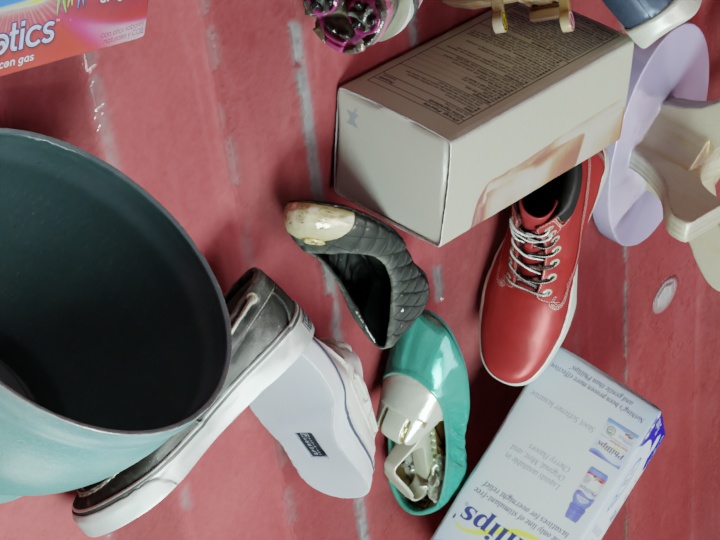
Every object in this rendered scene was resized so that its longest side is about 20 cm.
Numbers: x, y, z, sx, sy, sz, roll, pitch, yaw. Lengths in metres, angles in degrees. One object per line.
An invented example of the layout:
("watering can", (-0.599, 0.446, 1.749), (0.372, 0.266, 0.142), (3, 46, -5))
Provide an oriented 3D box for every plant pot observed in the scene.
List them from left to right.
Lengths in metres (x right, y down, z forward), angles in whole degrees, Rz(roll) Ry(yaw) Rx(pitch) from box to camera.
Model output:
("plant pot", (-0.189, 0.043, 1.258), (0.200, 0.201, 0.134), (-12, 152, -51))

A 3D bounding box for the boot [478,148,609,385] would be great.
("boot", (0.123, -0.006, 1.709), (0.144, 0.072, 0.201), (-21, 128, -74))

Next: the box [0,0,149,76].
("box", (-0.202, -0.154, 1.137), (0.200, 0.100, 0.096), (-22, 132, -45))

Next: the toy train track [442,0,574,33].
("toy train track", (0.098, -0.176, 1.515), (0.200, 0.114, 0.033), (7, 76, -69))

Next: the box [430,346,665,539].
("box", (0.149, 0.178, 1.852), (0.200, 0.105, 0.184), (-57, 168, -3))

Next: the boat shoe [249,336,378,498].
("boat shoe", (-0.029, 0.082, 1.622), (0.200, 0.071, 0.070), (62, 36, -50))

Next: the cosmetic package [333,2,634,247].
("cosmetic package", (0.085, -0.106, 1.584), (0.200, 0.103, 0.087), (-29, 136, -38))

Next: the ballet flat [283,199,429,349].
("ballet flat", (0.000, 0.000, 1.577), (0.200, 0.066, 0.057), (44, 61, -60))

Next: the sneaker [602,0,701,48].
("sneaker", (0.198, -0.232, 1.637), (0.075, 0.085, 0.200), (-35, -164, 19))

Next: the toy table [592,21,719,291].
("toy table", (0.266, -0.088, 1.841), (0.184, 0.117, 0.200), (-37, 143, -32))

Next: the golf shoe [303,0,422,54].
("golf shoe", (0.025, -0.234, 1.430), (0.092, 0.073, 0.200), (-33, 150, -49))

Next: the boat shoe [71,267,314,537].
("boat shoe", (-0.120, 0.082, 1.490), (0.200, 0.071, 0.064), (-46, 114, -7))

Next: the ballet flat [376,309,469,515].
("ballet flat", (0.045, 0.116, 1.737), (0.070, 0.067, 0.200), (-50, 150, -32))
